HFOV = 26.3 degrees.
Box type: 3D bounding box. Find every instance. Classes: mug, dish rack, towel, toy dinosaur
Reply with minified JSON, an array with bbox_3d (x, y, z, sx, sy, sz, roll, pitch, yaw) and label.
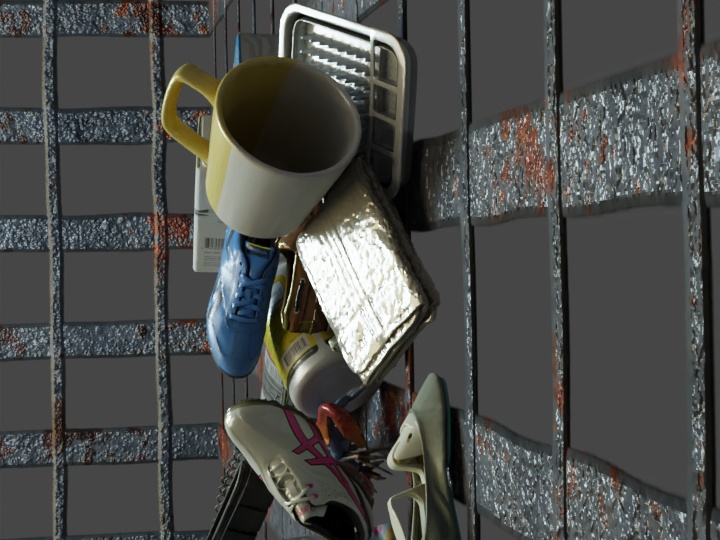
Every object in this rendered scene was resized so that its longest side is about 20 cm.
[{"bbox_3d":[-0.099,-0.125,1.571,0.187,0.149,0.153,58,148,22],"label":"mug"},{"bbox_3d":[-0.124,0.226,1.725,0.200,0.054,0.154,-84,17,-56],"label":"dish rack"},{"bbox_3d":[0.006,0.001,1.527,0.133,0.034,0.201,-51,49,35],"label":"towel"},{"bbox_3d":[-0.009,-0.177,1.579,0.199,0.043,0.173,26,122,43],"label":"dish rack"},{"bbox_3d":[-0.028,0.189,1.652,0.105,0.199,0.181,66,-168,26],"label":"toy dinosaur"}]

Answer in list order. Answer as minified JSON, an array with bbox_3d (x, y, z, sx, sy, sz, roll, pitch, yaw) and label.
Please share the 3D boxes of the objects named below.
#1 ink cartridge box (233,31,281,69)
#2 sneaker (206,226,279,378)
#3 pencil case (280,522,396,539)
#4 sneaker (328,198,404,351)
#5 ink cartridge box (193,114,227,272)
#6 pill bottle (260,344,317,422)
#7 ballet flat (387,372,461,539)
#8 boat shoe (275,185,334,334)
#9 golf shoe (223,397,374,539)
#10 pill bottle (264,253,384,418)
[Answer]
[{"bbox_3d":[-0.087,-0.167,1.892,0.200,0.144,0.148,104,164,-54],"label":"ink cartridge box"},{"bbox_3d":[-0.126,0.016,1.692,0.078,0.065,0.202,145,135,-71],"label":"sneaker"},{"bbox_3d":[-0.050,0.322,1.632,0.091,0.198,0.084,-118,21,-82],"label":"pencil case"},{"bbox_3d":[0.000,0.000,1.608,0.077,0.088,0.202,-174,83,-79],"label":"sneaker"},{"bbox_3d":[-0.121,-0.086,1.800,0.200,0.143,0.084,101,168,-54],"label":"ink cartridge box"},{"bbox_3d":[-0.064,0.144,1.894,0.201,0.115,0.116,99,165,-45],"label":"pill bottle"},{"bbox_3d":[0.055,0.190,1.409,0.067,0.063,0.201,118,150,-68],"label":"ballet flat"},{"bbox_3d":[-0.057,-0.032,1.658,0.072,0.067,0.202,131,137,-77],"label":"boat shoe"},{"bbox_3d":[-0.058,0.206,1.553,0.073,0.200,0.092,-40,22,20],"label":"golf shoe"},{"bbox_3d":[-0.057,0.061,1.755,0.113,0.112,0.201,100,152,-44],"label":"pill bottle"}]
